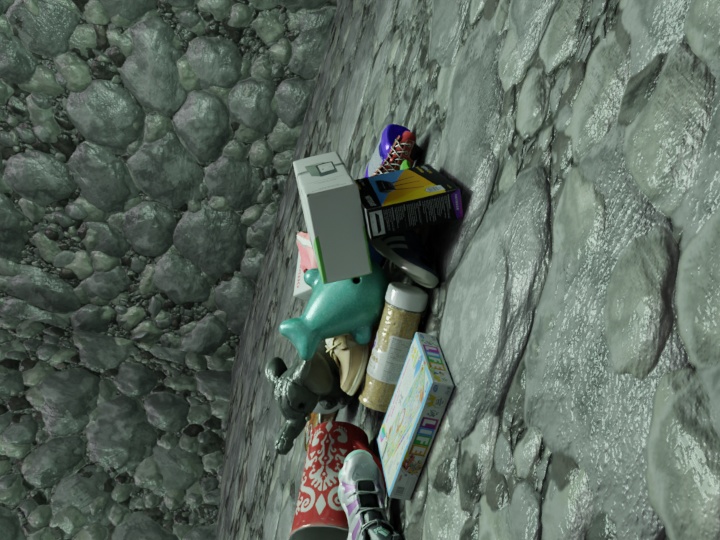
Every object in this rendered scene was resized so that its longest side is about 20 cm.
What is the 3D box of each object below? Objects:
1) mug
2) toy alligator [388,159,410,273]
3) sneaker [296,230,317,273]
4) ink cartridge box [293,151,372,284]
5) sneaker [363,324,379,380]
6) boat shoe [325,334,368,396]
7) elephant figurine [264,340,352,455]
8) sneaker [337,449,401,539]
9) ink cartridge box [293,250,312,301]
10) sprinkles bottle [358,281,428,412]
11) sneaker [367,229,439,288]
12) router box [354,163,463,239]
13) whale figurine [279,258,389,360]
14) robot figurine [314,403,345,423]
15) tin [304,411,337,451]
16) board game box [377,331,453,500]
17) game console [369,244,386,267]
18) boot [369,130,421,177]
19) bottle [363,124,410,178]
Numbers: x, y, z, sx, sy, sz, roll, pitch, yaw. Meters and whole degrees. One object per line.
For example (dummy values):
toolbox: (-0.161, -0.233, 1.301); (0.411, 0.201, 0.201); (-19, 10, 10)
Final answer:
mug: (-0.024, 0.368, 1.371); (0.202, 0.174, 0.135); (-85, -22, -44)
toy alligator: (0.087, -0.095, 1.414); (0.053, 0.059, 0.204); (0, 78, 33)
sneaker: (-0.092, -0.025, 1.515); (0.200, 0.072, 0.089); (-161, 86, -81)
ink cartridge box: (-0.047, -0.090, 1.297); (0.200, 0.082, 0.148); (-114, 13, -66)
sneaker: (0.005, 0.127, 1.519); (0.080, 0.070, 0.202); (-97, 31, -57)
boat shoe: (-0.028, 0.125, 1.387); (0.202, 0.068, 0.074); (-89, 23, -50)
elephant figurine: (-0.097, 0.194, 1.392); (0.199, 0.155, 0.143); (-10, -43, -56)
sneaker: (0.024, 0.368, 1.189); (0.140, 0.076, 0.204); (154, 111, -68)
ink cartridge box: (-0.053, -0.022, 1.728); (0.199, 0.082, 0.148); (-23, 54, 50)
sprinkles bottle: (0.053, 0.124, 1.309); (0.068, 0.067, 0.204); (-126, 49, -73)
sneaker: (0.077, -0.046, 1.314); (0.085, 0.075, 0.200); (-50, 41, 1)
router box: (0.066, -0.114, 1.291); (0.200, 0.146, 0.052); (-118, 16, -69)
whale figurine: (-0.038, 0.055, 1.325); (0.199, 0.160, 0.104); (-36, -12, -19)
robot figurine: (-0.069, 0.201, 1.618); (0.111, 0.170, 0.202); (-17, 37, 30)
tin: (-0.082, 0.309, 1.782); (0.113, 0.041, 0.203); (-94, 21, -63)
board game box: (0.077, 0.213, 1.196); (0.135, 0.034, 0.203); (-105, 30, -63)
game console: (0.000, 0.000, 1.512); (0.172, 0.116, 0.202); (-86, 14, -50)
boot: (0.045, -0.183, 1.463); (0.199, 0.072, 0.147); (-18, -49, -63)
bottle: (0.046, -0.200, 1.642); (0.201, 0.064, 0.085); (117, 161, -49)
